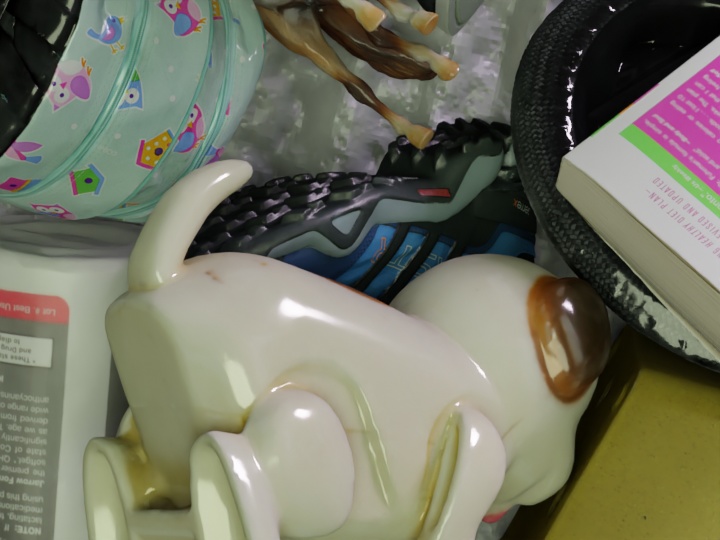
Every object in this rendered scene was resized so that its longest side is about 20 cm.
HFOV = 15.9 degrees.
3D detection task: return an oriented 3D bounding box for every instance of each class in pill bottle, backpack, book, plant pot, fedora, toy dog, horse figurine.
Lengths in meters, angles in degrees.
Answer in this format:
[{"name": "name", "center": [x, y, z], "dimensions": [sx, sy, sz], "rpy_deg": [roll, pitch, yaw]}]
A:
[{"name": "pill bottle", "center": [-0.133, 0.082, 1.117], "dimensions": [0.110, 0.111, 0.200], "rpy_deg": [5, 100, -1]}, {"name": "backpack", "center": [-0.133, -0.104, 1.037], "dimensions": [0.126, 0.200, 0.167], "rpy_deg": [12, 107, -39]}, {"name": "book", "center": [0.194, -0.052, 1.026], "dimensions": [0.200, 0.048, 0.134], "rpy_deg": [-36, 70, -20]}, {"name": "plant pot", "center": [0.157, 0.129, 1.086], "dimensions": [0.176, 0.200, 0.200], "rpy_deg": [28, 100, 0]}, {"name": "fedora", "center": [0.152, -0.032, 1.089], "dimensions": [0.200, 0.092, 0.201], "rpy_deg": [3, 66, -7]}, {"name": "toy dog", "center": [0.000, 0.052, 1.008], "dimensions": [0.200, 0.139, 0.194], "rpy_deg": [-9, 81, -32]}, {"name": "horse figurine", "center": [-0.019, -0.120, 1.046], "dimensions": [0.133, 0.200, 0.050], "rpy_deg": [42, 86, 19]}]

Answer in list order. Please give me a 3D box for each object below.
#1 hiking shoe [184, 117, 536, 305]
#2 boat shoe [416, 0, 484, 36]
[{"name": "hiking shoe", "center": [0.000, 0.000, 1.083], "dimensions": [0.200, 0.074, 0.087], "rpy_deg": [-19, 107, -29]}, {"name": "boat shoe", "center": [0.033, -0.164, 0.999], "dimensions": [0.060, 0.200, 0.076], "rpy_deg": [29, 63, 12]}]
